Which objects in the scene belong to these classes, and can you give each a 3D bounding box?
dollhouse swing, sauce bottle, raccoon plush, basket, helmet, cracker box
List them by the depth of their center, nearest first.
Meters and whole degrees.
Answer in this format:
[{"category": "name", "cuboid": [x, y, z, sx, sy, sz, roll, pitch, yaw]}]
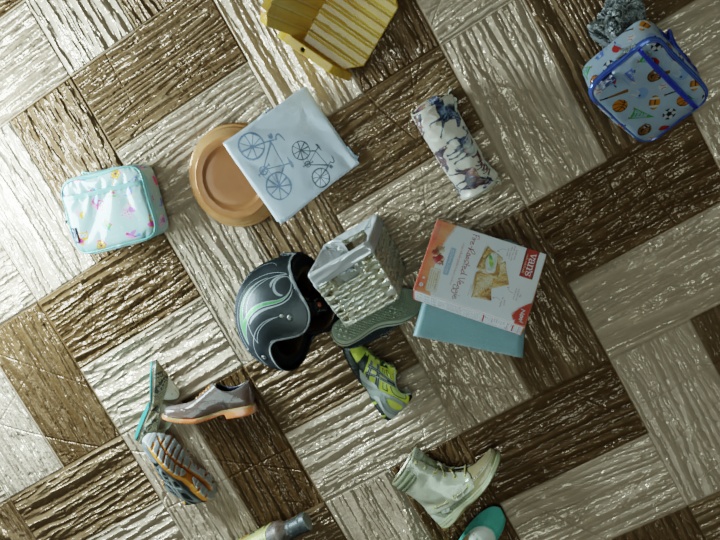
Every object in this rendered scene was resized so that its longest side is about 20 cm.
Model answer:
[{"category": "cracker box", "cuboid": [0.202, 0.011, 1.500, 0.197, 0.058, 0.136, 18, 73, 9]}, {"category": "raccoon plush", "cuboid": [0.480, -0.438, 1.523, 0.198, 0.097, 0.136, 27, 94, -28]}, {"category": "dollhouse swing", "cuboid": [-0.049, -0.461, 1.543, 0.180, 0.176, 0.202, 34, 106, 1]}, {"category": "basket", "cuboid": [0.000, 0.000, 1.634, 0.134, 0.200, 0.125, -29, 102, 15]}, {"category": "helmet", "cuboid": [-0.147, 0.082, 1.683, 0.190, 0.200, 0.201, -36, 95, 25]}, {"category": "sauce bottle", "cuboid": [-0.191, 0.572, 1.870, 0.198, 0.065, 0.065, -29, 97, 14]}]

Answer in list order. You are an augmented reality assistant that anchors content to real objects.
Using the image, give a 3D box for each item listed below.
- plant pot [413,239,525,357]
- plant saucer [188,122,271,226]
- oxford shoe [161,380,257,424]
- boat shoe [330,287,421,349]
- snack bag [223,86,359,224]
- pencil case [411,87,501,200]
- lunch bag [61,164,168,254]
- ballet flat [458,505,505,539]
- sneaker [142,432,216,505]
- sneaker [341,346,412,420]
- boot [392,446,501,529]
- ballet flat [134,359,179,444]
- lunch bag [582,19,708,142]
[{"category": "plant pot", "cuboid": [0.211, 0.041, 1.613, 0.193, 0.196, 0.204, 10, 87, 7]}, {"category": "plant saucer", "cuboid": [-0.242, -0.183, 1.714, 0.196, 0.037, 0.204, 2, 104, 9]}, {"category": "oxford shoe", "cuboid": [-0.314, 0.269, 1.818, 0.196, 0.071, 0.074, -9, 97, -2]}, {"category": "boat shoe", "cuboid": [0.031, 0.093, 1.698, 0.198, 0.063, 0.075, -26, 69, -17]}, {"category": "snack bag", "cuboid": [-0.130, -0.223, 1.671, 0.199, 0.021, 0.190, -37, 96, -2]}, {"category": "pencil case", "cuboid": [0.176, -0.226, 1.609, 0.089, 0.078, 0.202, -29, 97, 30]}, {"category": "lunch bag", "cuboid": [-0.492, -0.126, 1.749, 0.196, 0.077, 0.163, -12, 101, 12]}, {"category": "ballet flat", "cuboid": [0.225, 0.566, 1.792, 0.067, 0.070, 0.201, 39, 106, -1]}, {"category": "sneaker", "cuboid": [-0.393, 0.424, 1.853, 0.077, 0.079, 0.201, -30, 110, 25]}, {"category": "sneaker", "cuboid": [0.027, 0.196, 1.747, 0.076, 0.075, 0.202, -34, 102, 1]}, {"category": "boot", "cuboid": [0.172, 0.400, 1.764, 0.154, 0.072, 0.201, 38, 107, 2]}, {"category": "ballet flat", "cuboid": [-0.419, 0.278, 1.847, 0.074, 0.068, 0.203, 11, 112, -15]}, {"category": "lunch bag", "cuboid": [0.480, -0.318, 1.485, 0.199, 0.076, 0.160, 30, 129, -32]}]
